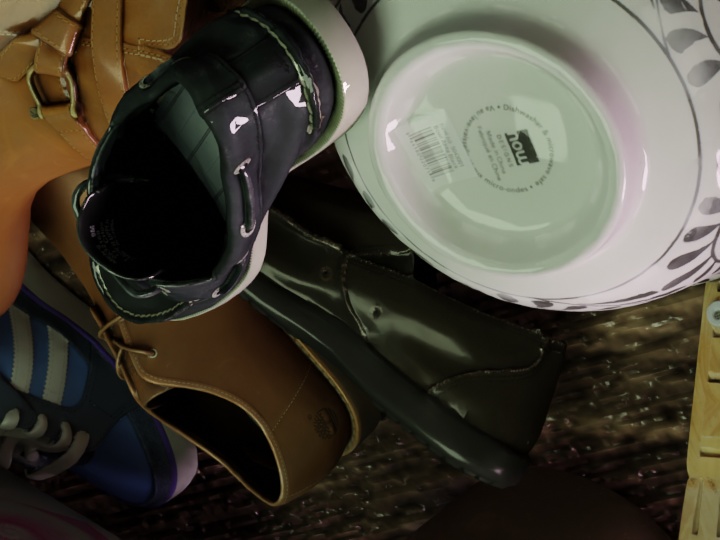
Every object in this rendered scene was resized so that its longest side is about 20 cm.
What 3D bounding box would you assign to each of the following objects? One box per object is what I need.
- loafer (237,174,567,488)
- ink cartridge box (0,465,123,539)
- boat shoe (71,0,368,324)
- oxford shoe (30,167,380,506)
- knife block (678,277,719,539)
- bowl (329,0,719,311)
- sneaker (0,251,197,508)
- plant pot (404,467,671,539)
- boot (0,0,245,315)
[{"bbox_3d":[0.000,0.000,0.996,0.200,0.071,0.073,39,-178,12],"label":"loafer"},{"bbox_3d":[-0.176,0.112,1.131,0.196,0.199,0.044,25,103,36],"label":"ink cartridge box"},{"bbox_3d":[-0.064,-0.025,0.868,0.075,0.066,0.199,56,147,2],"label":"boat shoe"},{"bbox_3d":[-0.083,0.015,1.057,0.200,0.071,0.071,43,143,3],"label":"oxford shoe"},{"bbox_3d":[0.183,0.104,0.967,0.064,0.175,0.202,3,84,32],"label":"knife block"},{"bbox_3d":[0.059,-0.059,0.841,0.199,0.094,0.202,12,123,19],"label":"bowl"},{"bbox_3d":[-0.176,0.064,1.111,0.200,0.147,0.080,49,139,-12],"label":"sneaker"},{"bbox_3d":[0.054,0.174,1.025,0.199,0.175,0.201,20,137,20],"label":"plant pot"},{"bbox_3d":[-0.113,-0.055,0.977,0.154,0.074,0.201,13,121,28],"label":"boot"}]
